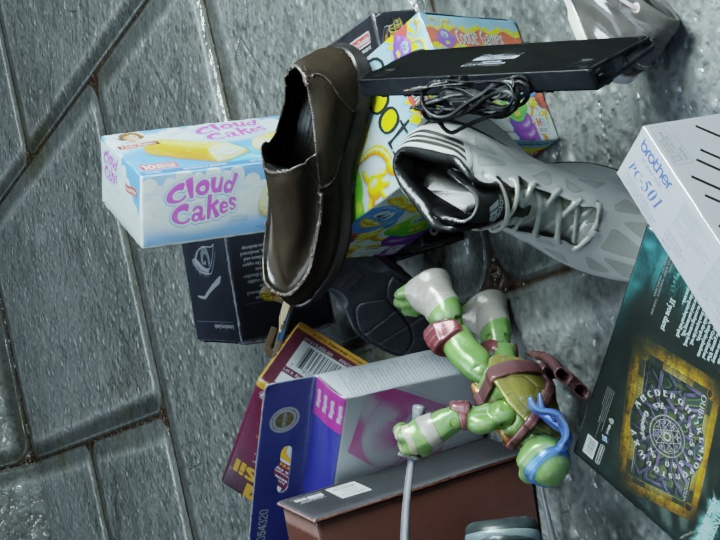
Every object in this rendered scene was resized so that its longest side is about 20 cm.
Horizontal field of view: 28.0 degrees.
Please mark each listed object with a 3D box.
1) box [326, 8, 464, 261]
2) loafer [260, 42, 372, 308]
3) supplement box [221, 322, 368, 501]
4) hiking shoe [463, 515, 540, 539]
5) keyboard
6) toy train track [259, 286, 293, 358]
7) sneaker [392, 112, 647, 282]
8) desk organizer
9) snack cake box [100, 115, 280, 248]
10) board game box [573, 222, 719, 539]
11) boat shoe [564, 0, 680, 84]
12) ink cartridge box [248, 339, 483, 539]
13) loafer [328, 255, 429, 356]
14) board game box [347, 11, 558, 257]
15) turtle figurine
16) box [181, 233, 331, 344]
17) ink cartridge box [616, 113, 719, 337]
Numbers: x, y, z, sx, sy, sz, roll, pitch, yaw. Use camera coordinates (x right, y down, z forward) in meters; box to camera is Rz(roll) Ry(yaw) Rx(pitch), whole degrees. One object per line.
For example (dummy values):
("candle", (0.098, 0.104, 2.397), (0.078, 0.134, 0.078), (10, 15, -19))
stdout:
("box", (0.009, -0.106, 1.281), (0.200, 0.049, 0.201), (-17, 85, 64))
("loafer", (-0.048, -0.070, 1.065), (0.073, 0.071, 0.202), (25, 112, 44))
("supplement box", (-0.056, 0.160, 1.422), (0.110, 0.086, 0.201), (31, 140, 7))
("hiking shoe", (0.103, 0.261, 1.052), (0.201, 0.074, 0.087), (75, -168, -50))
("keyboard", (0.081, -0.114, 0.914), (0.199, 0.104, 0.040), (4, 116, 46))
("toy train track", (-0.076, 0.023, 1.354), (0.201, 0.032, 0.116), (107, -179, -56))
("sneaker", (0.107, -0.032, 0.927), (0.199, 0.115, 0.076), (26, 117, 11))
("desk organizer", (0.043, 0.200, 1.151), (0.072, 0.198, 0.078), (5, 107, 63))
("snack cake box", (-0.116, -0.081, 1.262), (0.115, 0.198, 0.068), (42, 135, 53))
("board game box", (0.212, 0.082, 0.913), (0.135, 0.028, 0.201), (42, 138, 33))
("boat shoe", (0.145, -0.216, 0.941), (0.057, 0.066, 0.201), (-43, 65, 39))
("ink cartridge box", (0.010, 0.162, 1.204), (0.043, 0.198, 0.198), (51, 144, 45))
("loafer", (0.000, 0.000, 1.228), (0.072, 0.200, 0.063), (-34, 40, 20))
("board game box", (0.035, -0.097, 1.101), (0.200, 0.104, 0.104), (-36, 67, 44))
("turtle figurine", (0.081, 0.111, 1.092), (0.201, 0.142, 0.195), (98, 160, -47))
("box", (-0.118, -0.029, 1.510), (0.148, 0.103, 0.202), (-1, 99, 65))
("ink cartridge box", (0.232, 0.001, 0.795), (0.201, 0.093, 0.044), (63, 151, 29))
